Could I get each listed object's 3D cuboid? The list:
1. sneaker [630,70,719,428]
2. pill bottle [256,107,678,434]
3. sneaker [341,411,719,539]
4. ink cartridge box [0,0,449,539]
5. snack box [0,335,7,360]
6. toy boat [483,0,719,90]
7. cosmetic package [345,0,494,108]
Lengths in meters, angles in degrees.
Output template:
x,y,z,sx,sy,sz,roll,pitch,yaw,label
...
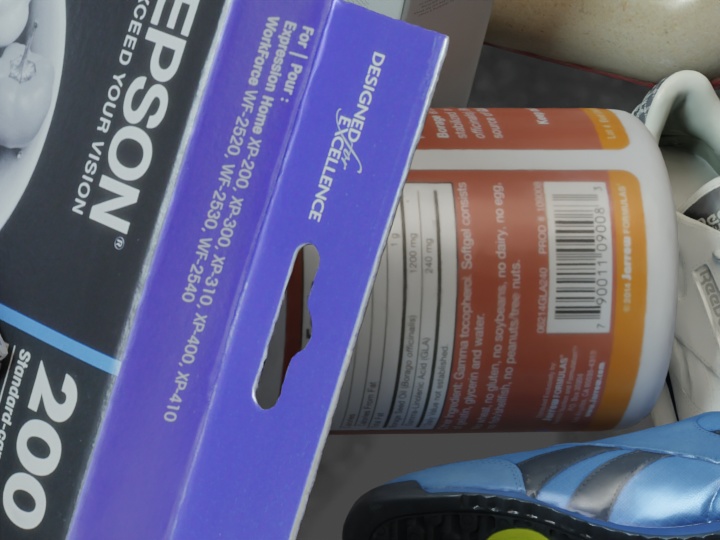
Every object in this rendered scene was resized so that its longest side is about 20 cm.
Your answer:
x,y,z,sx,sy,sz,roll,pitch,yaw,label
0.141,0.024,1.009,0.076,0.081,0.201,-16,59,-24,sneaker
0.000,0.000,0.980,0.199,0.112,0.113,0,53,-10,pill bottle
0.096,0.083,0.955,0.199,0.066,0.079,-2,30,14,sneaker
-0.081,-0.006,0.886,0.199,0.199,0.043,22,8,41,ink cartridge box
-0.171,-0.053,0.897,0.024,0.072,0.200,-36,56,8,snack box
0.096,-0.139,1.108,0.199,0.131,0.131,17,90,27,toy boat
-0.033,-0.134,1.053,0.052,0.151,0.200,-25,61,-29,cosmetic package
